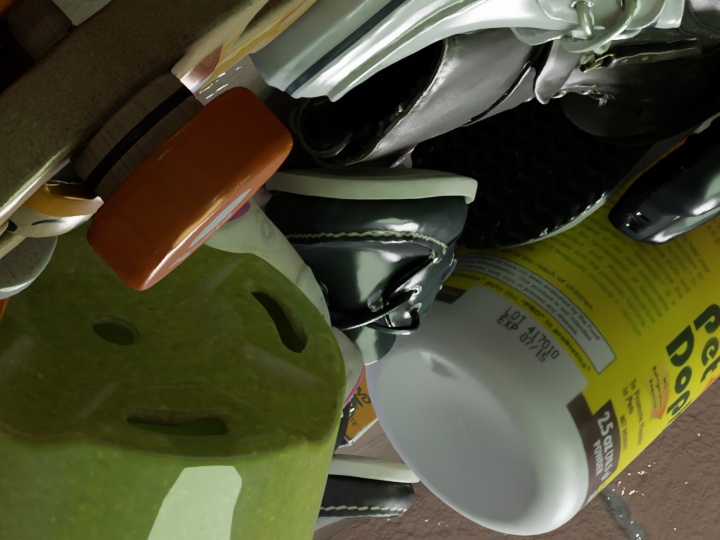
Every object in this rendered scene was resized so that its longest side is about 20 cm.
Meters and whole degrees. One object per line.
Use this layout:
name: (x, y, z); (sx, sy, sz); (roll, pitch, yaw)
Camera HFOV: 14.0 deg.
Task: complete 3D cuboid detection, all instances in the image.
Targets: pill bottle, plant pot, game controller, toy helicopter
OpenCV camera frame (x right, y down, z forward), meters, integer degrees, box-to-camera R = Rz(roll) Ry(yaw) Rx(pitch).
pill bottle: (0.102, 0.009, 1.188); (0.200, 0.109, 0.109); (-40, 178, -31)
plant pot: (-0.091, 0.085, 0.830); (0.200, 0.200, 0.185); (-22, 140, -53)
game controller: (0.139, -0.047, 1.048); (0.104, 0.042, 0.200); (-25, 176, 0)
toy helicopter: (-0.054, -0.040, 0.685); (0.132, 0.079, 0.200); (-45, 179, 34)

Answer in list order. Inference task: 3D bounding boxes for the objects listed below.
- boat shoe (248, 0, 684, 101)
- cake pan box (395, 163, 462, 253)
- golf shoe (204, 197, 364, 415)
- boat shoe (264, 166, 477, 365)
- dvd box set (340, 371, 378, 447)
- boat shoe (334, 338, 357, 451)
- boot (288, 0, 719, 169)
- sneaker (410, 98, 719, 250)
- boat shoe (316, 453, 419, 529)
boat shoe: (0.066, -0.093, 0.795); (0.199, 0.067, 0.074); (-33, -178, 0)
cake pan box: (-0.075, 0.050, 1.205); (0.184, 0.052, 0.200); (-28, 172, -39)
golf shoe: (-0.101, 0.026, 0.944); (0.199, 0.092, 0.075); (-14, -153, 16)
boat shoe: (-0.002, 0.000, 1.024); (0.074, 0.067, 0.199); (3, 177, -9)
dvd box set: (0.049, 0.004, 1.319); (0.200, 0.029, 0.146); (-43, -178, -8)
boat shoe: (-0.087, 0.062, 1.029); (0.199, 0.067, 0.057); (-15, -131, 37)
boot: (0.053, -0.074, 0.967); (0.173, 0.069, 0.200); (-22, 168, -23)
sneaker: (0.111, -0.073, 1.124); (0.200, 0.071, 0.093); (-39, 164, 26)
boat shoe: (-0.063, 0.115, 1.342); (0.199, 0.061, 0.074); (-4, 169, 25)
